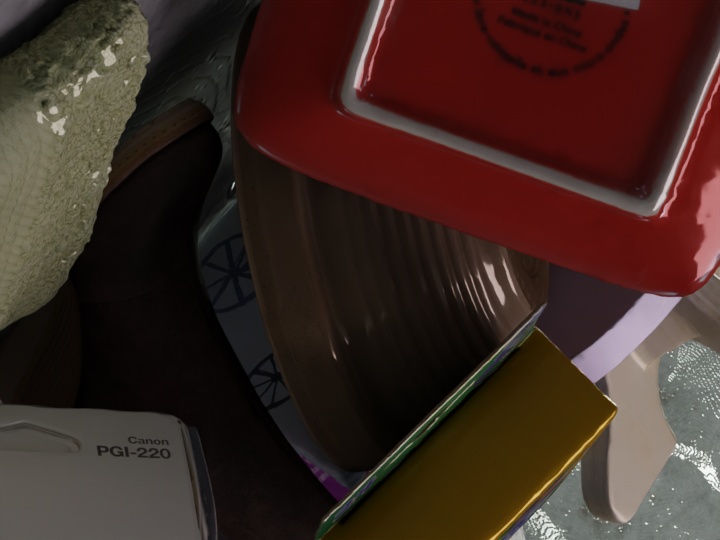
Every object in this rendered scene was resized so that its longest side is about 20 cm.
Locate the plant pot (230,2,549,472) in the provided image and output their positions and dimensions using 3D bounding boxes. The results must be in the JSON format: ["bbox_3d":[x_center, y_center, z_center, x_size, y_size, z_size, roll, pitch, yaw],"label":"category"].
[{"bbox_3d":[0.022,-0.023,1.130,0.092,0.202,0.201,-12,-179,15],"label":"plant pot"}]

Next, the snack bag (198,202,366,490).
[{"bbox_3d":[0.000,0.000,1.289,0.189,0.200,0.021,-48,131,-14],"label":"snack bag"}]

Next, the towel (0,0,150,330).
[{"bbox_3d":[-0.139,-0.009,0.969,0.148,0.036,0.200,-45,170,-33],"label":"towel"}]

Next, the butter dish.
[{"bbox_3d":[0.074,-0.121,1.044,0.148,0.199,0.200,-76,-174,-67],"label":"butter dish"}]

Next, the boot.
[{"bbox_3d":[-0.062,0.042,1.127,0.072,0.166,0.200,-35,164,-48],"label":"boot"}]

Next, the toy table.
[{"bbox_3d":[0.138,0.009,1.273,0.200,0.117,0.184,-49,-146,-9],"label":"toy table"}]

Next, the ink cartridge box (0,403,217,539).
[{"bbox_3d":[-0.150,0.151,1.103,0.085,0.145,0.200,-105,-155,-46],"label":"ink cartridge box"}]

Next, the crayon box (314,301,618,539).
[{"bbox_3d":[0.034,0.098,1.103,0.126,0.052,0.200,-43,171,-16],"label":"crayon box"}]

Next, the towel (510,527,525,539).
[{"bbox_3d":[0.042,0.067,1.385,0.032,0.191,0.200,-22,141,9],"label":"towel"}]

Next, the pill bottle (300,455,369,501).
[{"bbox_3d":[-0.058,0.119,1.363,0.112,0.200,0.112,-47,171,-10],"label":"pill bottle"}]
